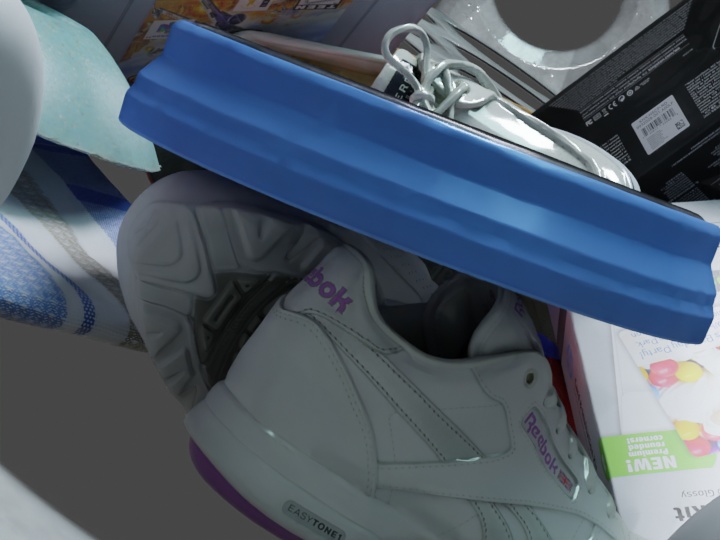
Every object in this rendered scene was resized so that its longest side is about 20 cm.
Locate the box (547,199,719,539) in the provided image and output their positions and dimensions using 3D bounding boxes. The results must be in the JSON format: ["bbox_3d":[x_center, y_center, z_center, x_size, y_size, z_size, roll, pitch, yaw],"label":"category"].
[{"bbox_3d":[0.164,0.048,0.788,0.156,0.041,0.200,-4,43,-2],"label":"box"}]

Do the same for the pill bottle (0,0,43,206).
[{"bbox_3d":[-0.181,-0.076,0.490,0.200,0.113,0.112,39,12,21],"label":"pill bottle"}]

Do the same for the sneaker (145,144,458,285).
[{"bbox_3d":[0.000,0.000,0.803,0.200,0.074,0.087,43,-3,14],"label":"sneaker"}]

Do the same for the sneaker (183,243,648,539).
[{"bbox_3d":[0.047,0.061,0.608,0.200,0.100,0.075,29,5,-32],"label":"sneaker"}]

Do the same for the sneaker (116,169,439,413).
[{"bbox_3d":[-0.027,0.005,0.670,0.099,0.078,0.200,56,12,33],"label":"sneaker"}]

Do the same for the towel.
[{"bbox_3d":[-0.131,-0.027,0.658,0.147,0.024,0.200,44,14,35],"label":"towel"}]

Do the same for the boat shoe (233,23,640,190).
[{"bbox_3d":[0.022,-0.064,0.824,0.202,0.075,0.086,21,-27,24],"label":"boat shoe"}]

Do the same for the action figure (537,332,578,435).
[{"bbox_3d":[0.027,0.013,0.875,0.065,0.099,0.200,28,35,-43],"label":"action figure"}]

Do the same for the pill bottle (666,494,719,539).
[{"bbox_3d":[0.168,0.155,0.551,0.111,0.112,0.200,22,18,-49],"label":"pill bottle"}]

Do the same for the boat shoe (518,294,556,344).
[{"bbox_3d":[0.085,0.041,0.888,0.063,0.073,0.201,10,23,-32],"label":"boat shoe"}]

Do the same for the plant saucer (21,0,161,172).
[{"bbox_3d":[-0.159,-0.097,0.732,0.201,0.039,0.201,26,4,-2],"label":"plant saucer"}]

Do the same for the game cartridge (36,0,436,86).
[{"bbox_3d":[-0.059,-0.119,0.863,0.200,0.133,0.042,-6,66,-26],"label":"game cartridge"}]

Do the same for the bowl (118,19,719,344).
[{"bbox_3d":[0.022,-0.031,0.624,0.200,0.039,0.201,21,5,-2],"label":"bowl"}]

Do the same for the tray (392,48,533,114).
[{"bbox_3d":[0.039,-0.054,1.038,0.037,0.099,0.200,18,2,29],"label":"tray"}]

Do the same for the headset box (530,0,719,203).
[{"bbox_3d":[0.184,-0.036,0.943,0.200,0.149,0.075,35,25,-44],"label":"headset box"}]
